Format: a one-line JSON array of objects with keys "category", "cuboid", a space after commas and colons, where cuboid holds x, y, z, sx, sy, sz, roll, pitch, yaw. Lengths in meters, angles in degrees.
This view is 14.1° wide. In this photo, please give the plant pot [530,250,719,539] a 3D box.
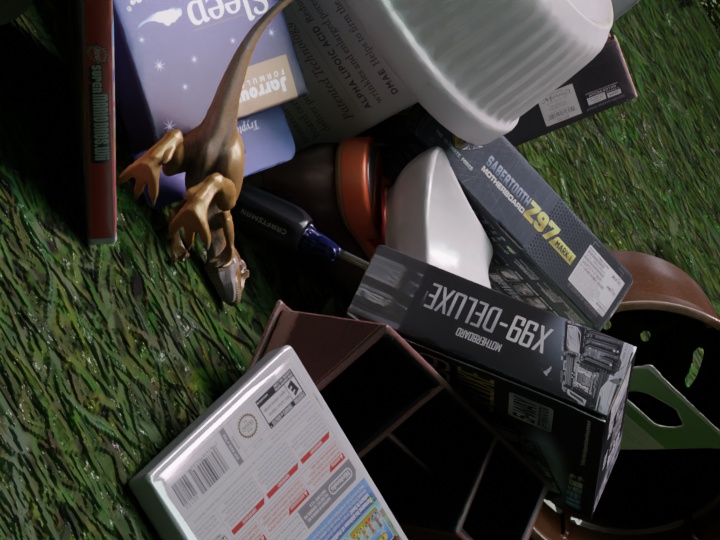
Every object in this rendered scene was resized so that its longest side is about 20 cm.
[{"category": "plant pot", "cuboid": [0.189, 0.087, 2.044, 0.200, 0.200, 0.198, 58, 10, -14]}]

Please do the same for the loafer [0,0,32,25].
[{"category": "loafer", "cuboid": [-0.194, -0.160, 1.485, 0.070, 0.070, 0.200, 52, 17, -4]}]

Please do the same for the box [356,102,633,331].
[{"category": "box", "cuboid": [0.061, -0.041, 1.888, 0.200, 0.158, 0.051, 46, 66, -26]}]

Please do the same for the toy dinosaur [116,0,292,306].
[{"category": "toy dinosaur", "cuboid": [-0.082, -0.068, 1.611, 0.060, 0.200, 0.106, 22, 33, 16]}]

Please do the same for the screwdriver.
[{"category": "screwdriver", "cuboid": [0.000, 0.000, 1.701, 0.200, 0.029, 0.028, 31, -12, 15]}]

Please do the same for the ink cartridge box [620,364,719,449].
[{"category": "ink cartridge box", "cuboid": [0.121, 0.072, 1.832, 0.146, 0.200, 0.048, 40, 51, -52]}]

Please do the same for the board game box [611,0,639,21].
[{"category": "board game box", "cuboid": [0.112, -0.250, 1.898, 0.200, 0.064, 0.148, 49, 24, -3]}]

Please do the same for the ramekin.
[{"category": "ramekin", "cuboid": [0.066, -0.187, 1.749, 0.200, 0.105, 0.200, 49, 21, -26]}]

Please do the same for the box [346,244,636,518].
[{"category": "box", "cuboid": [0.075, 0.067, 1.683, 0.200, 0.158, 0.050, 86, 27, -70]}]

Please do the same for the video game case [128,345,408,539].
[{"category": "video game case", "cuboid": [-0.026, 0.156, 1.496, 0.200, 0.018, 0.143, 59, 39, -10]}]

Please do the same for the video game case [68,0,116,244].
[{"category": "video game case", "cuboid": [-0.140, -0.133, 1.505, 0.200, 0.017, 0.143, 94, -10, -46]}]

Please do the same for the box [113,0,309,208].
[{"category": "box", "cuboid": [-0.099, -0.146, 1.650, 0.121, 0.032, 0.200, -23, 98, -41]}]

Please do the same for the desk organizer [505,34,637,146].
[{"category": "desk organizer", "cuboid": [0.078, -0.128, 1.989, 0.072, 0.200, 0.077, 61, 8, -54]}]

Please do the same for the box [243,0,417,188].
[{"category": "box", "cuboid": [-0.059, -0.193, 1.820, 0.200, 0.131, 0.199, 55, 18, -21]}]

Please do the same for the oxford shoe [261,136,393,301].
[{"category": "oxford shoe", "cuboid": [-0.016, -0.029, 1.808, 0.200, 0.072, 0.071, 73, 17, -63]}]

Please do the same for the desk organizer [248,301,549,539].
[{"category": "desk organizer", "cuboid": [0.020, 0.100, 1.628, 0.200, 0.077, 0.072, 44, 62, -46]}]

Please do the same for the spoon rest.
[{"category": "spoon rest", "cuboid": [0.050, -0.013, 1.792, 0.200, 0.061, 0.099, 72, 19, -76]}]
